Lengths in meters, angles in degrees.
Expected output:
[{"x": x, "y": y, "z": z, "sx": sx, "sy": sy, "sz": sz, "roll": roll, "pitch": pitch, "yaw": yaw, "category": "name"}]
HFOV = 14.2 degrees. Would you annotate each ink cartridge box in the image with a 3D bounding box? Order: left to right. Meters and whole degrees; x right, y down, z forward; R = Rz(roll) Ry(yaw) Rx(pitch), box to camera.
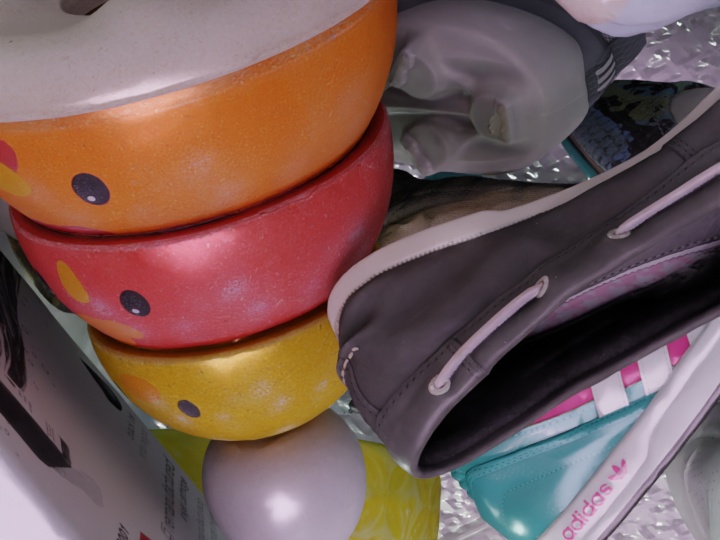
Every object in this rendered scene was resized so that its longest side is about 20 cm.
[{"x": -0.128, "y": 0.050, "z": 0.832, "sx": 0.084, "sy": 0.144, "sz": 0.200, "roll": -37, "pitch": 105, "yaw": 8, "category": "ink cartridge box"}]

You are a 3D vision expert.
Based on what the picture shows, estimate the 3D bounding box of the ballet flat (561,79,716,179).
[{"x": 0.139, "y": -0.011, "z": 0.857, "sx": 0.074, "sy": 0.200, "sz": 0.074, "roll": -32, "pitch": 150, "yaw": -22, "category": "ballet flat"}]

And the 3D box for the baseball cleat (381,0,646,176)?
[{"x": -0.006, "y": -0.075, "z": 0.914, "sx": 0.200, "sy": 0.106, "sz": 0.070, "roll": 17, "pitch": 125, "yaw": 29, "category": "baseball cleat"}]

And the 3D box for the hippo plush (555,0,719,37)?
[{"x": 0.109, "y": -0.150, "z": 0.781, "sx": 0.200, "sy": 0.159, "sz": 0.161, "roll": 38, "pitch": 113, "yaw": -4, "category": "hippo plush"}]

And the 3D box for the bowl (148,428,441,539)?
[{"x": -0.067, "y": 0.129, "z": 1.008, "sx": 0.200, "sy": 0.108, "sz": 0.200, "roll": -3, "pitch": 164, "yaw": -1, "category": "bowl"}]

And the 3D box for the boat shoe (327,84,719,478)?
[{"x": 0.088, "y": -0.005, "z": 0.774, "sx": 0.200, "sy": 0.057, "sz": 0.067, "roll": -26, "pitch": 144, "yaw": 6, "category": "boat shoe"}]

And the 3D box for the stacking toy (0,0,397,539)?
[{"x": -0.036, "y": -0.002, "z": 0.825, "sx": 0.146, "sy": 0.146, "sz": 0.200, "roll": -11, "pitch": 113, "yaw": 13, "category": "stacking toy"}]

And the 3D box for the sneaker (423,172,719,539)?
[{"x": 0.080, "y": -0.009, "z": 0.960, "sx": 0.121, "sy": 0.084, "sz": 0.200, "roll": 37, "pitch": 99, "yaw": 3, "category": "sneaker"}]

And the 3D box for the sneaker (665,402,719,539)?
[{"x": 0.139, "y": 0.092, "z": 0.994, "sx": 0.075, "sy": 0.089, "sz": 0.200, "roll": 11, "pitch": 163, "yaw": 3, "category": "sneaker"}]

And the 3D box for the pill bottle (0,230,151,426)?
[{"x": -0.159, "y": -0.008, "z": 0.951, "sx": 0.200, "sy": 0.112, "sz": 0.112, "roll": 17, "pitch": 130, "yaw": -11, "category": "pill bottle"}]

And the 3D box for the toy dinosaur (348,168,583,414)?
[{"x": 0.000, "y": 0.000, "z": 0.907, "sx": 0.047, "sy": 0.088, "sz": 0.200, "roll": 37, "pitch": 163, "yaw": -28, "category": "toy dinosaur"}]

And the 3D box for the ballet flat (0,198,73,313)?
[{"x": -0.119, "y": -0.072, "z": 0.877, "sx": 0.071, "sy": 0.071, "sz": 0.200, "roll": -29, "pitch": 100, "yaw": 25, "category": "ballet flat"}]
